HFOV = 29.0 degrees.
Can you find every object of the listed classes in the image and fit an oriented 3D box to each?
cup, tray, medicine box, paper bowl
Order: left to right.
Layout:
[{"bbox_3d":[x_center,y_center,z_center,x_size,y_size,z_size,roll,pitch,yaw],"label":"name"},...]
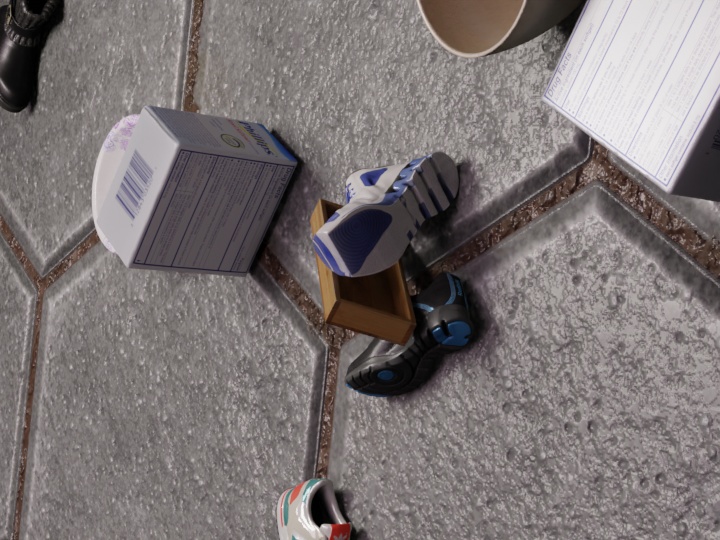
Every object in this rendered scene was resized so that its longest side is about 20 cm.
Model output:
[{"bbox_3d":[-0.296,-0.118,2.003,0.199,0.103,0.204,-7,81,49],"label":"paper bowl"},{"bbox_3d":[-0.213,-0.100,1.817,0.103,0.198,0.184,46,120,39],"label":"medicine box"},{"bbox_3d":[0.000,0.000,1.589,0.201,0.097,0.037,-101,33,-54],"label":"tray"},{"bbox_3d":[0.166,-0.324,1.439,0.199,0.142,0.204,16,109,54],"label":"cup"},{"bbox_3d":[0.297,-0.193,1.314,0.200,0.102,0.184,45,119,43],"label":"medicine box"}]

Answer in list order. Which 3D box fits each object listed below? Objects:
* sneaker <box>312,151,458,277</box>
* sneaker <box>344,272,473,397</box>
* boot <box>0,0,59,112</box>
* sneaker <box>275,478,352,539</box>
[{"bbox_3d":[0.014,-0.063,1.587,0.114,0.199,0.081,-1,122,52],"label":"sneaker"},{"bbox_3d":[0.056,0.079,1.605,0.199,0.073,0.083,-36,42,36],"label":"sneaker"},{"bbox_3d":[-0.574,-0.393,2.381,0.157,0.079,0.214,-24,67,46],"label":"boot"},{"bbox_3d":[-0.047,0.348,1.680,0.093,0.070,0.203,-38,55,47],"label":"sneaker"}]
